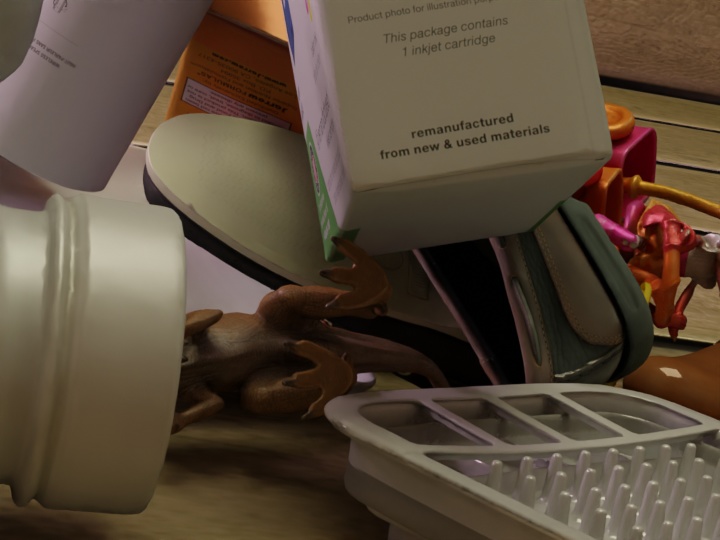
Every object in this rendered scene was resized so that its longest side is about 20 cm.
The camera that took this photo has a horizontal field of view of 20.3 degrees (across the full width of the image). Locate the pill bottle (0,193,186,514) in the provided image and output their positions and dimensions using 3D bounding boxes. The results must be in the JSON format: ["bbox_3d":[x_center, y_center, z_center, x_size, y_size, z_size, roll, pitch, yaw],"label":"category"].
[{"bbox_3d":[-0.153,0.014,0.558,0.198,0.116,0.114,7,11,-15],"label":"pill bottle"}]

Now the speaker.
[{"bbox_3d":[-0.092,-0.134,0.819,0.081,0.201,0.081,30,14,-8],"label":"speaker"}]

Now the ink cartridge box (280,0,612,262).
[{"bbox_3d":[0.014,-0.116,0.682,0.087,0.202,0.145,-8,-7,-6],"label":"ink cartridge box"}]

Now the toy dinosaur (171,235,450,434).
[{"bbox_3d":[-0.022,0.028,0.714,0.198,0.061,0.106,0,-11,-30],"label":"toy dinosaur"}]

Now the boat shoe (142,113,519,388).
[{"bbox_3d":[-0.001,0.002,0.812,0.200,0.063,0.074,24,48,-13],"label":"boat shoe"}]

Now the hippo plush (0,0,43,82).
[{"bbox_3d":[-0.181,-0.095,0.574,0.161,0.160,0.199,48,-16,-30],"label":"hippo plush"}]

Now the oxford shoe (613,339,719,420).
[{"bbox_3d":[0.183,0.039,0.900,0.199,0.072,0.071,-2,18,-46],"label":"oxford shoe"}]

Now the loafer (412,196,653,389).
[{"bbox_3d":[0.033,-0.034,0.773,0.063,0.072,0.201,-29,74,-31],"label":"loafer"}]

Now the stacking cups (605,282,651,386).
[{"bbox_3d":[0.026,-0.003,0.889,0.198,0.061,0.061,22,11,1],"label":"stacking cups"}]

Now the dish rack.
[{"bbox_3d":[0.099,0.086,0.634,0.171,0.044,0.199,2,13,-44],"label":"dish rack"}]

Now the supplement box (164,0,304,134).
[{"bbox_3d":[-0.056,-0.076,0.949,0.068,0.067,0.200,22,-32,0],"label":"supplement box"}]

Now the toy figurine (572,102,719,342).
[{"bbox_3d":[0.166,-0.019,0.992,0.182,0.152,0.200,12,31,22],"label":"toy figurine"}]

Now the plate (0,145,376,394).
[{"bbox_3d":[-0.117,-0.008,0.812,0.198,0.033,0.200,13,22,-41],"label":"plate"}]
